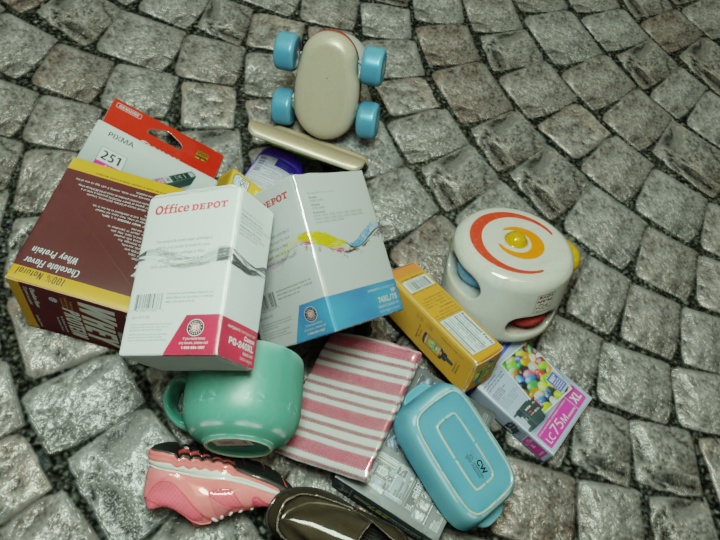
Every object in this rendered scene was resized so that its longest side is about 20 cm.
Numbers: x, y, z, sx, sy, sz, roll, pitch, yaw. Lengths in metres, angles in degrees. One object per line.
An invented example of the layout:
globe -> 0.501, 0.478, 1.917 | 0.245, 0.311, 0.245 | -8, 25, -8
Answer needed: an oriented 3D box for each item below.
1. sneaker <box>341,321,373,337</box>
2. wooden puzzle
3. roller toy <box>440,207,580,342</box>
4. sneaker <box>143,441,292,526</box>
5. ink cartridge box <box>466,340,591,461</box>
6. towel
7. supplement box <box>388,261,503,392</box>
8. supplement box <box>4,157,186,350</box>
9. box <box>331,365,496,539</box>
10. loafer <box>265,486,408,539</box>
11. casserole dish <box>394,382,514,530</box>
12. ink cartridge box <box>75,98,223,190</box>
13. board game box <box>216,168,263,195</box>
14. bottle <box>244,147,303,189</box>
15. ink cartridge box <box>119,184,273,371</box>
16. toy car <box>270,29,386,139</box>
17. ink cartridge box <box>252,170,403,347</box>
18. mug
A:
sneaker -> 0.000, 0.000, 1.074 | 0.115, 0.074, 0.203 | -12, 86, -58
wooden puzzle -> -0.078, -0.192, 1.127 | 0.182, 0.200, 0.038 | 19, 101, 0
roller toy -> 0.220, 0.001, 1.053 | 0.197, 0.141, 0.183 | 19, 43, 10
sneaker -> -0.178, 0.281, 0.888 | 0.197, 0.074, 0.088 | 17, 87, -9
ink cartridge box -> 0.231, 0.168, 1.042 | 0.199, 0.042, 0.119 | 40, 60, 14
towel -> -0.014, 0.180, 0.956 | 0.144, 0.030, 0.202 | 9, 56, 29
supplement box -> 0.112, 0.079, 1.024 | 0.068, 0.067, 0.200 | -18, 52, -34
supplement box -> -0.337, -0.014, 0.974 | 0.194, 0.133, 0.202 | 16, 58, -2
box -> 0.074, 0.243, 0.959 | 0.156, 0.051, 0.201 | 30, 60, 6
loafer -> -0.019, 0.317, 0.857 | 0.197, 0.071, 0.074 | 21, 75, -15
casserole dish -> 0.128, 0.237, 0.914 | 0.120, 0.039, 0.202 | -29, 84, -29
ink cartridge box -> -0.314, -0.170, 1.081 | 0.198, 0.043, 0.176 | 26, 54, -19
board game box -> -0.138, -0.027, 1.015 | 0.199, 0.040, 0.155 | 35, 52, -33
bottle -> -0.163, -0.101, 1.099 | 0.082, 0.066, 0.202 | 23, 59, 8
ink cartridge box -> -0.192, 0.012, 0.842 | 0.143, 0.083, 0.203 | -4, 69, 26
toy car -> -0.040, -0.341, 1.235 | 0.181, 0.179, 0.201 | 11, 30, 7
ink cartridge box -> -0.063, -0.014, 0.949 | 0.145, 0.146, 0.203 | -13, 85, -49
mug -> -0.158, 0.176, 0.906 | 0.150, 0.184, 0.116 | 20, 56, -29
